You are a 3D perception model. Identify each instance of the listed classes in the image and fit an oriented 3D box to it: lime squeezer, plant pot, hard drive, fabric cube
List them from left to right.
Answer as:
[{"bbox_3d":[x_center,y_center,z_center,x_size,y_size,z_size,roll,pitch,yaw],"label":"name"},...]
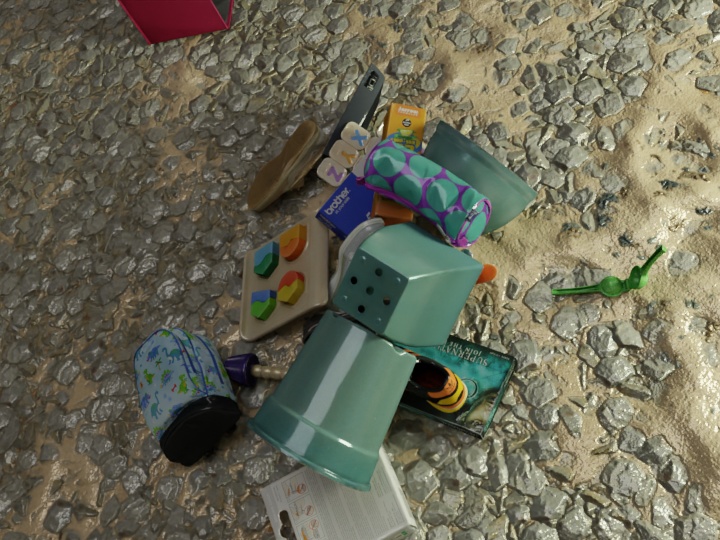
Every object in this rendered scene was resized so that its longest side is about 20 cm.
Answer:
[{"bbox_3d":[-0.402,-0.643,1.987,0.197,0.196,0.202,-7,60,18],"label":"fabric cube"},{"bbox_3d":[-0.028,0.175,1.292,0.199,0.200,0.197,27,87,30],"label":"plant pot"},{"bbox_3d":[-0.015,-0.264,1.669,0.042,0.135,0.201,26,72,2],"label":"hard drive"},{"bbox_3d":[0.057,0.024,1.307,0.141,0.200,0.142,31,106,21],"label":"plant pot"},{"bbox_3d":[0.170,-0.132,1.497,0.200,0.200,0.135,43,100,34],"label":"plant pot"},{"bbox_3d":[0.392,0.016,1.398,0.199,0.070,0.038,-25,68,41],"label":"lime squeezer"}]

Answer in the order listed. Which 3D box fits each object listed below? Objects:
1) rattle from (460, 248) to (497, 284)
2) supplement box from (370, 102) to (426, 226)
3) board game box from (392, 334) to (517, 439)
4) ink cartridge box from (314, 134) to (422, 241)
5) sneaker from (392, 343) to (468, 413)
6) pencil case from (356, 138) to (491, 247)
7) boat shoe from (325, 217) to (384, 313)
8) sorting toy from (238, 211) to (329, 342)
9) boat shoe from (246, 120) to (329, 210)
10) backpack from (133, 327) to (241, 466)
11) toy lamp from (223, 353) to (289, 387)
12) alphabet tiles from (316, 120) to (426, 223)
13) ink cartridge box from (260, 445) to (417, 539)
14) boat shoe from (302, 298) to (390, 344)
[{"bbox_3d":[0.102,0.032,1.436,0.199,0.131,0.143,21,58,45],"label":"rattle"},{"bbox_3d":[0.062,-0.169,1.503,0.066,0.069,0.202,9,72,-4],"label":"supplement box"},{"bbox_3d":[0.127,0.166,1.424,0.198,0.028,0.136,17,68,28],"label":"board game box"},{"bbox_3d":[0.021,-0.138,1.550,0.094,0.044,0.200,39,74,-3],"label":"ink cartridge box"},{"bbox_3d":[0.067,0.145,1.385,0.199,0.090,0.070,21,70,29],"label":"sneaker"},{"bbox_3d":[0.098,-0.117,1.392,0.199,0.085,0.093,34,72,20],"label":"pencil case"},{"bbox_3d":[-0.001,0.001,1.487,0.074,0.203,0.065,-13,51,-43],"label":"boat shoe"},{"bbox_3d":[-0.136,0.008,1.566,0.199,0.036,0.187,-25,51,35],"label":"sorting toy"},{"bbox_3d":[-0.129,-0.181,1.693,0.200,0.069,0.074,-46,43,16],"label":"boat shoe"},{"bbox_3d":[-0.290,0.188,1.502,0.163,0.153,0.201,-43,36,27],"label":"backpack"},{"bbox_3d":[-0.131,0.170,1.500,0.198,0.058,0.059,6,63,20],"label":"toy lamp"},{"bbox_3d":[0.032,-0.161,1.588,0.195,0.015,0.201,35,74,-6],"label":"alphabet tiles"},{"bbox_3d":[-0.034,0.356,1.366,0.199,0.050,0.162,-30,56,7],"label":"ink cartridge box"},{"bbox_3d":[-0.006,0.093,1.473,0.198,0.067,0.057,-11,30,32],"label":"boat shoe"}]
